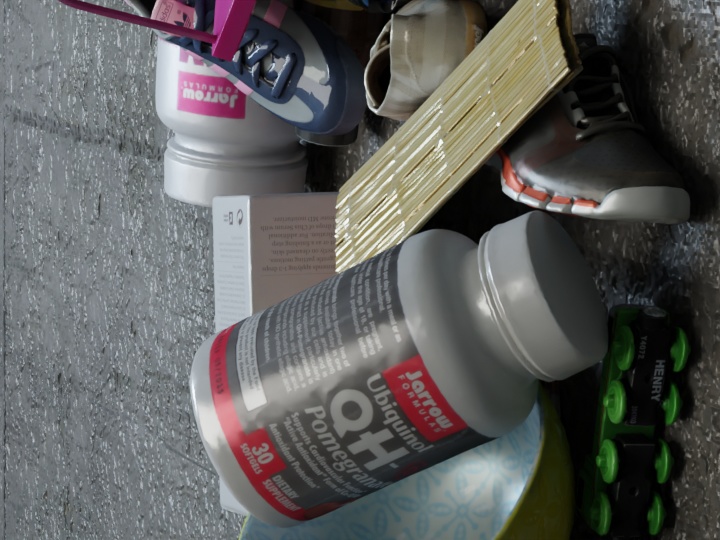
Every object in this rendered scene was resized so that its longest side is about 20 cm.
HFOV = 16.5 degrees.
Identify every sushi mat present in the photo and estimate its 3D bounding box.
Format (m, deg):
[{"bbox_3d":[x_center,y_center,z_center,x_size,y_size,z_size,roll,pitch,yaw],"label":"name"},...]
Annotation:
[{"bbox_3d":[0.047,-0.071,1.311,0.200,0.012,0.096,-46,30,34],"label":"sushi mat"}]

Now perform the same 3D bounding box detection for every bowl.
[{"bbox_3d":[0.041,0.150,1.324,0.108,0.200,0.200,49,176,-31],"label":"bowl"}]

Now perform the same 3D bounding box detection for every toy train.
[{"bbox_3d":[0.133,0.109,1.279,0.056,0.041,0.202,-125,38,-67],"label":"toy train"}]

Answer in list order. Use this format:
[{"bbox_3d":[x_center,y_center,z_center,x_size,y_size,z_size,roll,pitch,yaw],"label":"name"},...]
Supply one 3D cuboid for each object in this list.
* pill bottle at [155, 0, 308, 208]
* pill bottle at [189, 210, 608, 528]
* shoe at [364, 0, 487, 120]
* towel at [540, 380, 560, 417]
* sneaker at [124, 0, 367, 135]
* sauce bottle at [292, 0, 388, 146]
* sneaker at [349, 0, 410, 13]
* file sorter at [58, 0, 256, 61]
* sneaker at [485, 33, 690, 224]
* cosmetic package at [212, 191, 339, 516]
[{"bbox_3d":[-0.078,-0.148,1.638,0.113,0.113,0.202,-148,59,-62],"label":"pill bottle"},{"bbox_3d":[0.021,0.046,1.264,0.199,0.111,0.111,-26,63,24],"label":"pill bottle"},{"bbox_3d":[0.028,-0.125,1.435,0.200,0.053,0.071,163,105,-80],"label":"shoe"},{"bbox_3d":[0.076,0.136,1.428,0.144,0.023,0.202,173,94,-67],"label":"towel"},{"bbox_3d":[-0.083,-0.143,1.516,0.200,0.082,0.071,38,118,30],"label":"sneaker"},{"bbox_3d":[-0.011,-0.178,1.544,0.065,0.064,0.202,-136,51,-57],"label":"sauce bottle"},{"bbox_3d":[0.010,-0.188,1.396,0.200,0.072,0.113,49,-147,-72],"label":"sneaker"},{"bbox_3d":[-0.108,-0.252,1.461,0.201,0.124,0.139,-89,19,-46],"label":"file sorter"},{"bbox_3d":[0.107,-0.079,1.279,0.200,0.077,0.083,37,119,59],"label":"sneaker"},{"bbox_3d":[-0.035,0.051,1.576,0.071,0.101,0.202,-177,86,-67],"label":"cosmetic package"}]
